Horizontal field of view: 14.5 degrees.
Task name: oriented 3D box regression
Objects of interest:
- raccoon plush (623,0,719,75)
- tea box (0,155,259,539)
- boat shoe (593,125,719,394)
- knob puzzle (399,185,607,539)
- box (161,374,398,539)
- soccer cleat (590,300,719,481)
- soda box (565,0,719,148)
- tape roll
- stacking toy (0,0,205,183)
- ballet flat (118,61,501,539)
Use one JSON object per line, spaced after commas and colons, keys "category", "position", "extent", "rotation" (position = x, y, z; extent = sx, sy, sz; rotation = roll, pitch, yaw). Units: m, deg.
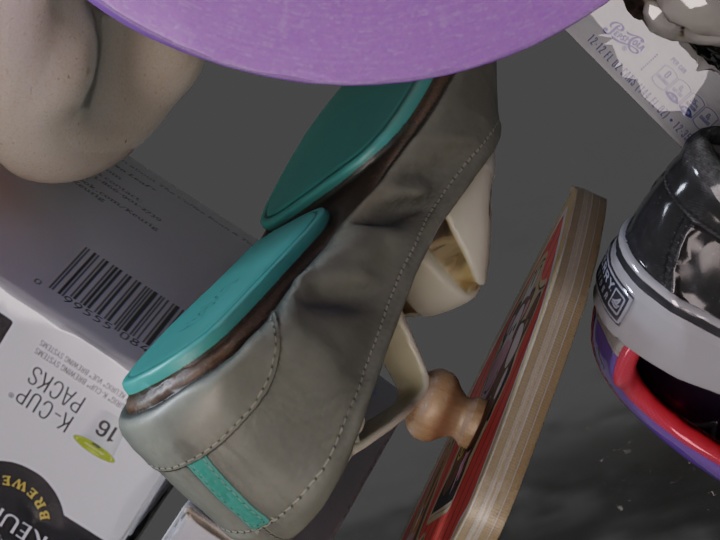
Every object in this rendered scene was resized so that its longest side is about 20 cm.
{"category": "raccoon plush", "position": [0.165, -0.065, 0.671], "extent": [0.199, 0.134, 0.097], "rotation": [10, 93, -8]}
{"category": "tea box", "position": [-0.158, 0.040, 0.816], "extent": [0.200, 0.134, 0.197], "rotation": [33, 110, 0]}
{"category": "boat shoe", "position": [0.161, 0.008, 0.749], "extent": [0.199, 0.074, 0.068], "rotation": [18, 122, -17]}
{"category": "knob puzzle", "position": [0.016, 0.065, 0.767], "extent": [0.030, 0.220, 0.220], "rotation": [24, 109, 0]}
{"category": "box", "position": [-0.068, 0.125, 0.813], "extent": [0.041, 0.156, 0.200], "rotation": [36, 109, 0]}
{"category": "soccer cleat", "position": [0.151, 0.061, 0.794], "extent": [0.200, 0.073, 0.068], "rotation": [33, 109, -1]}
{"category": "soda box", "position": [0.058, -0.115, 0.763], "extent": [0.200, 0.068, 0.063], "rotation": [45, 110, -4]}
{"category": "tape roll", "position": [-0.005, -0.144, 0.657], "extent": [0.199, 0.066, 0.201], "rotation": [-1, 95, -6]}
{"category": "stacking toy", "position": [-0.139, -0.116, 0.780], "extent": [0.199, 0.146, 0.147], "rotation": [17, 109, 19]}
{"category": "ballet flat", "position": [0.000, 0.000, 0.750], "extent": [0.067, 0.200, 0.064], "rotation": [-30, 107, 39]}
